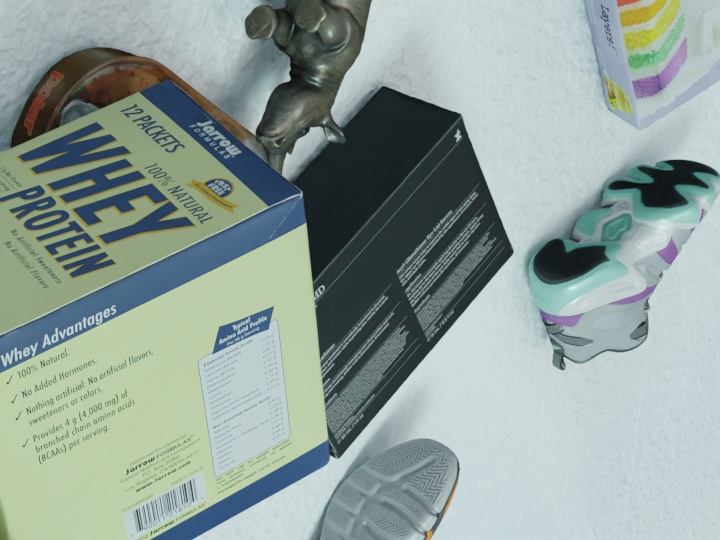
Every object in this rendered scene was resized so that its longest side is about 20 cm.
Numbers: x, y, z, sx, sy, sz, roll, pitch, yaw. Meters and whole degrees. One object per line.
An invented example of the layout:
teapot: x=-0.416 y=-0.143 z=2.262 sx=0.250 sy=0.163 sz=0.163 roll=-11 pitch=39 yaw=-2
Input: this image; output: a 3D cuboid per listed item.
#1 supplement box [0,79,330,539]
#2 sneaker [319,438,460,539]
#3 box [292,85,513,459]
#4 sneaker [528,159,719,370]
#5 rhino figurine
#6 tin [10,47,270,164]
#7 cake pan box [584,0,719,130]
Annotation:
supplement box: x=-0.138 y=0.042 z=0.996 sx=0.200 sy=0.134 sz=0.200 roll=-27 pitch=135 yaw=-25
sneaker: x=0.015 y=0.219 z=1.372 sx=0.200 sy=0.078 sz=0.112 roll=-52 pitch=145 yaw=-2
box: x=0.000 y=0.000 z=1.227 sx=0.200 sy=0.079 sz=0.141 roll=-48 pitch=142 yaw=-21
sneaker: x=0.217 y=0.006 z=1.496 sx=0.200 sy=0.078 sz=0.140 roll=-33 pitch=133 yaw=-23
rhino figurine: x=-0.027 y=-0.150 z=1.119 sx=0.087 sy=0.060 sz=0.201 roll=-2 pitch=105 yaw=-65
tin: x=-0.125 y=-0.054 z=1.086 sx=0.200 sy=0.042 sz=0.112 roll=37 pitch=75 yaw=-51
cake pan box: x=0.260 y=-0.230 z=1.401 sx=0.200 sy=0.052 sz=0.184 roll=-31 pitch=134 yaw=-16
